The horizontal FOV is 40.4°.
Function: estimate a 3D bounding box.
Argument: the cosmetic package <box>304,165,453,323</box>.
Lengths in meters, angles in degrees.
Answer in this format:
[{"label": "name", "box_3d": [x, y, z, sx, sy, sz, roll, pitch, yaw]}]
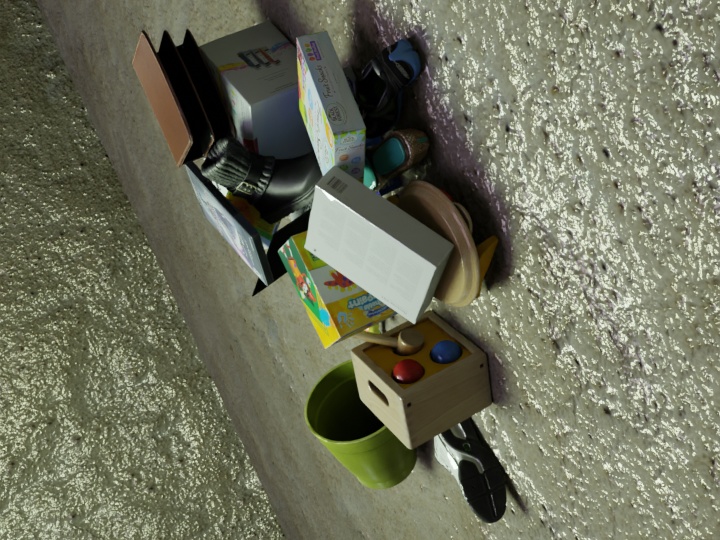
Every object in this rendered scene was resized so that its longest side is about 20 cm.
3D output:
[{"label": "cosmetic package", "box_3d": [0.020, -0.033, 1.348, 0.199, 0.052, 0.151, 35, 146, 11]}]

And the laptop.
[{"label": "laptop", "box_3d": [-0.137, -0.089, 1.743, 0.188, 0.114, 0.202, 117, 146, -50]}]

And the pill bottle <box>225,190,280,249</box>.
[{"label": "pill bottle", "box_3d": [-0.179, -0.152, 1.780, 0.110, 0.202, 0.111, 21, 174, 2]}]

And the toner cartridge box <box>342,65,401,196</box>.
[{"label": "toner cartridge box", "box_3d": [-0.008, -0.207, 1.523, 0.202, 0.043, 0.095, 67, 158, -3]}]

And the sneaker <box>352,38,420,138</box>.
[{"label": "sneaker", "box_3d": [0.021, -0.247, 1.354, 0.071, 0.082, 0.200, 61, 159, 13]}]

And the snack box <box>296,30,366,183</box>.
[{"label": "snack box", "box_3d": [-0.043, -0.218, 1.391, 0.143, 0.052, 0.202, 90, 163, -55]}]

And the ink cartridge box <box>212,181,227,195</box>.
[{"label": "ink cartridge box", "box_3d": [-0.216, -0.202, 1.891, 0.084, 0.143, 0.202, 3, 115, 67]}]

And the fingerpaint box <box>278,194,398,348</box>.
[{"label": "fingerpaint box", "box_3d": [0.000, 0.000, 1.498, 0.168, 0.198, 0.073, 62, 151, 6]}]

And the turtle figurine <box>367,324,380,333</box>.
[{"label": "turtle figurine", "box_3d": [-0.005, 0.060, 1.764, 0.200, 0.064, 0.162, 52, -177, -45]}]

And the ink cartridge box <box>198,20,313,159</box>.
[{"label": "ink cartridge box", "box_3d": [-0.164, -0.297, 1.664, 0.200, 0.143, 0.146, 50, 155, 37]}]

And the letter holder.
[{"label": "letter holder", "box_3d": [-0.289, -0.298, 1.625, 0.202, 0.100, 0.142, 65, 159, 4]}]

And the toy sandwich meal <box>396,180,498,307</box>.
[{"label": "toy sandwich meal", "box_3d": [0.121, -0.038, 1.366, 0.205, 0.070, 0.207, 46, 150, 37]}]

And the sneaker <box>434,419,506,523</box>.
[{"label": "sneaker", "box_3d": [0.180, 0.329, 1.631, 0.116, 0.075, 0.202, 91, 157, -65]}]

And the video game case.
[{"label": "video game case", "box_3d": [-0.219, -0.078, 1.638, 0.200, 0.019, 0.144, 45, 161, 29]}]

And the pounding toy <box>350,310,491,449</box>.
[{"label": "pounding toy", "box_3d": [0.068, 0.145, 1.520, 0.200, 0.182, 0.144, 39, 147, 50]}]

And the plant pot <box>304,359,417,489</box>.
[{"label": "plant pot", "box_3d": [0.021, 0.301, 1.835, 0.200, 0.199, 0.194, 40, 160, 48]}]

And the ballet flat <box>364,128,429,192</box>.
[{"label": "ballet flat", "box_3d": [0.036, -0.156, 1.419, 0.199, 0.065, 0.071, -14, 97, 58]}]

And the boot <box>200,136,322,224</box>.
[{"label": "boot", "box_3d": [-0.146, -0.166, 1.558, 0.157, 0.080, 0.210, 40, 133, -23]}]
